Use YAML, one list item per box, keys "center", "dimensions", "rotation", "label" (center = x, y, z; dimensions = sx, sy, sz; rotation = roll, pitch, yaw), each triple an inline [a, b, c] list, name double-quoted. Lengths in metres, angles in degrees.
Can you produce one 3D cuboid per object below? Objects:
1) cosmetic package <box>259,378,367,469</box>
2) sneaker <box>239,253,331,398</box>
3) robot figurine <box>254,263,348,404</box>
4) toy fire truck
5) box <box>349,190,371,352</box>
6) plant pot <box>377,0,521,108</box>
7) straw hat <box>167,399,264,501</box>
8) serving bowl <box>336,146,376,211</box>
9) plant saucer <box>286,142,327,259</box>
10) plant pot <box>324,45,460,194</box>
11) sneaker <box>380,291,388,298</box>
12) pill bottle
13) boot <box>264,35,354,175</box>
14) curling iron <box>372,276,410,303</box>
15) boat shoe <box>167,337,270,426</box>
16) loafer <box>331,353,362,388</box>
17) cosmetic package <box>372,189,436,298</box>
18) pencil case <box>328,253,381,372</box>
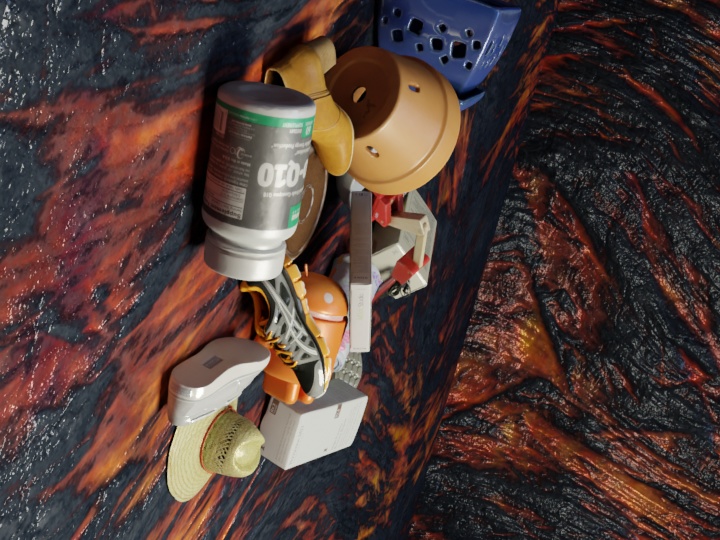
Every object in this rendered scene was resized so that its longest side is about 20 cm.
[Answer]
- center: [-0.078, 0.248, 1.623]
  dimensions: [0.199, 0.073, 0.104]
  rotation: [-8, 120, -59]
  label: "cosmetic package"
- center: [-0.102, 0.082, 1.338]
  dimensions: [0.076, 0.078, 0.204]
  rotation: [-25, 96, -31]
  label: "sneaker"
- center: [-0.084, 0.091, 1.449]
  dimensions: [0.117, 0.141, 0.204]
  rotation: [-141, -114, -77]
  label: "robot figurine"
- center: [0.063, -0.085, 1.547]
  dimensions: [0.049, 0.141, 0.201]
  rotation: [-37, 164, -33]
  label: "toy fire truck"
- center: [0.000, 0.000, 1.503]
  dimensions: [0.146, 0.035, 0.203]
  rotation: [91, 0, -45]
  label: "box"
- center: [0.127, -0.364, 1.592]
  dimensions: [0.200, 0.197, 0.183]
  rotation: [-37, 147, -67]
  label: "plant pot"
- center: [-0.174, 0.233, 1.325]
  dimensions: [0.201, 0.083, 0.205]
  rotation: [17, 89, -75]
  label: "straw hat"
- center: [0.026, -0.192, 1.589]
  dimensions: [0.200, 0.066, 0.201]
  rotation: [-44, 161, -19]
  label: "serving bowl"
- center: [-0.089, -0.097, 1.393]
  dimensions: [0.200, 0.031, 0.204]
  rotation: [18, 89, -76]
  label: "plant saucer"
- center: [0.027, -0.227, 1.408]
  dimensions: [0.139, 0.197, 0.204]
  rotation: [27, 80, -58]
  label: "plant pot"
- center: [0.025, 0.020, 1.845]
  dimensions: [0.201, 0.075, 0.113]
  rotation: [-64, 155, -54]
  label: "sneaker"
- center: [-0.118, -0.101, 1.115]
  dimensions: [0.113, 0.111, 0.204]
  rotation: [-40, 144, -64]
  label: "pill bottle"
- center: [-0.074, -0.188, 1.272]
  dimensions: [0.144, 0.070, 0.205]
  rotation: [-48, 140, -46]
  label: "boot"
- center: [0.009, 0.069, 1.730]
  dimensions: [0.199, 0.050, 0.026]
  rotation: [-37, -155, 13]
  label: "curling iron"
- center: [-0.178, 0.141, 1.248]
  dimensions: [0.200, 0.071, 0.070]
  rotation: [-39, 150, -67]
  label: "boat shoe"
- center: [-0.045, 0.224, 1.854]
  dimensions: [0.069, 0.069, 0.204]
  rotation: [29, 61, -34]
  label: "loafer"
- center: [0.078, -0.056, 1.798]
  dimensions: [0.106, 0.070, 0.201]
  rotation: [54, 28, -24]
  label: "cosmetic package"
- center: [-0.036, 0.069, 1.654]
  dimensions: [0.084, 0.089, 0.202]
  rotation: [101, 13, -57]
  label: "pencil case"
